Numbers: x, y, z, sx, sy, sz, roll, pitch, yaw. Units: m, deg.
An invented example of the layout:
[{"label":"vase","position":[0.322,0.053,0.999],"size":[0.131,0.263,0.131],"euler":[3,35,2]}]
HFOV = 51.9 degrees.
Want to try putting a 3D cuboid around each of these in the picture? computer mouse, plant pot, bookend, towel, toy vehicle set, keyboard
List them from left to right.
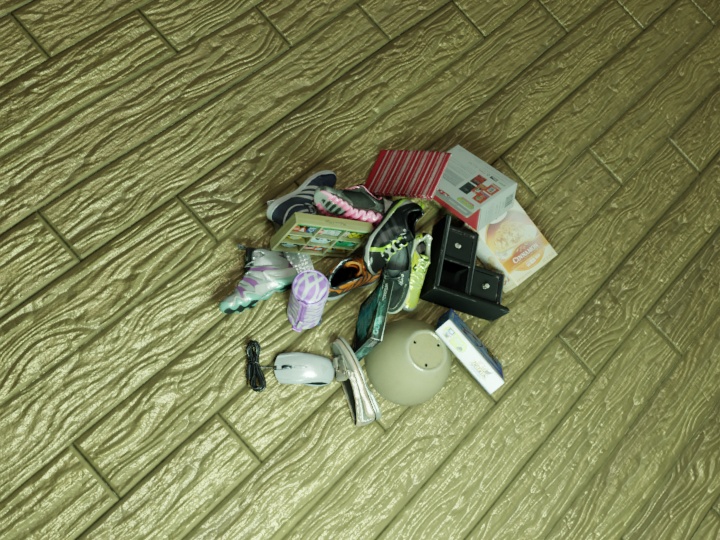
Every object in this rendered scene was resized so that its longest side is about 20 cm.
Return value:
[{"label":"keyboard","position":[-0.162,-0.076,1.724],"size":[0.056,0.011,0.200],"euler":[-15,77,-22]},{"label":"computer mouse","position":[-0.148,0.210,1.612],"size":[0.200,0.044,0.110],"euler":[4,70,-17]},{"label":"toy vehicle set","position":[-0.086,-0.077,1.658],"size":[0.200,0.124,0.027],"euler":[5,60,-33]},{"label":"towel","position":[0.110,-0.233,1.791],"size":[0.200,0.022,0.145],"euler":[8,61,31]},{"label":"plant pot","position":[0.125,0.194,1.657],"size":[0.200,0.134,0.201],"euler":[6,71,-17]},{"label":"bookend","position":[0.265,-0.004,1.793],"size":[0.200,0.092,0.199],"euler":[19,67,-12]}]

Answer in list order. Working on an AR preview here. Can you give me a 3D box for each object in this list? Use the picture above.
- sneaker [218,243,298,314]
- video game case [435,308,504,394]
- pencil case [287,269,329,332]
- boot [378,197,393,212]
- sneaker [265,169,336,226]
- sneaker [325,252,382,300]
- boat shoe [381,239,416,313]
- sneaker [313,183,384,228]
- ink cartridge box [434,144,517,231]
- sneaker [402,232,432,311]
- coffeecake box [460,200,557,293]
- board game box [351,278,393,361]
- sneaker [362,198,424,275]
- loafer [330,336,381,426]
[{"label":"sneaker","position":[-0.248,0.005,1.638],"size":[0.200,0.078,0.140],"euler":[-25,79,-33]},{"label":"video game case","position":[0.248,0.176,1.673],"size":[0.045,0.200,0.181],"euler":[-41,88,9]},{"label":"pencil case","position":[-0.117,0.067,1.591],"size":[0.084,0.200,0.086],"euler":[29,67,5]},{"label":"boot","position":[0.025,-0.143,1.782],"size":[0.200,0.074,0.096],"euler":[38,58,-12]},{"label":"sneaker","position":[-0.108,-0.153,1.703],"size":[0.200,0.070,0.108],"euler":[-36,52,-26]},{"label":"sneaker","position":[0.000,0.000,1.694],"size":[0.200,0.112,0.078],"euler":[-34,85,-26]},{"label":"boat shoe","position":[0.082,-0.003,1.701],"size":[0.074,0.066,0.200],"euler":[13,80,21]},{"label":"sneaker","position":[-0.020,-0.160,1.680],"size":[0.200,0.079,0.096],"euler":[22,62,-34]},{"label":"ink cartridge box","position":[0.247,-0.195,1.814],"size":[0.175,0.084,0.200],"euler":[-33,56,-24]},{"label":"sneaker","position":[0.123,-0.002,1.751],"size":[0.075,0.076,0.200],"euler":[16,69,-24]},{"label":"coffeecake box","position":[0.369,-0.071,1.861],"size":[0.153,0.073,0.200],"euler":[-34,84,-24]},{"label":"board game box","position":[0.022,0.112,1.614],"size":[0.028,0.200,0.135],"euler":[16,67,-8]},{"label":"sneaker","position":[0.078,-0.077,1.648],"size":[0.083,0.072,0.200],"euler":[19,75,37]},{"label":"loafer","position":[-0.022,0.246,1.628],"size":[0.063,0.072,0.200],"euler":[-24,84,-20]}]
